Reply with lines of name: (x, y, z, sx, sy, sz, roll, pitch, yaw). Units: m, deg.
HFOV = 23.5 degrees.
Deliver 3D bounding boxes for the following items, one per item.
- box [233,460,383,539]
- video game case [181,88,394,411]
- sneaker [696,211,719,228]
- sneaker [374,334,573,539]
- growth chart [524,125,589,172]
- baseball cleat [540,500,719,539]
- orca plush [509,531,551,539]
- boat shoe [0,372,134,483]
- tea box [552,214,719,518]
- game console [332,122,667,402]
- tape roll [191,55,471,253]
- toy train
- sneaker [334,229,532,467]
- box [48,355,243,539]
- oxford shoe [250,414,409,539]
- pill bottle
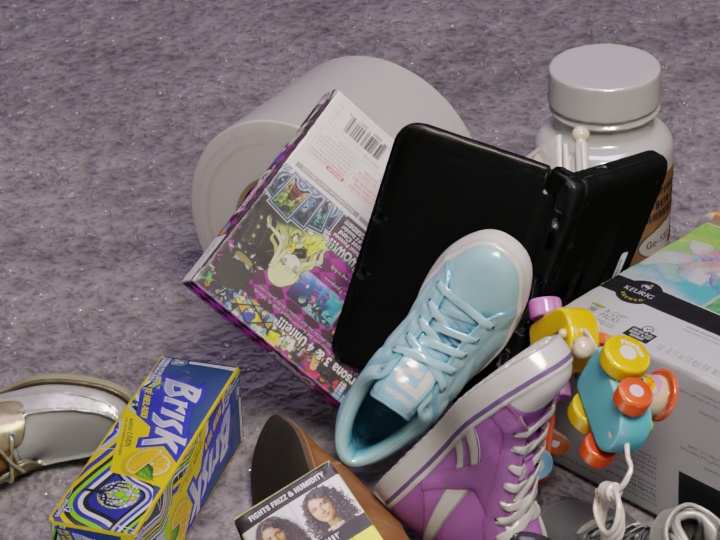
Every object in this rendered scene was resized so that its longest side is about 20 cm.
box: (0.005, 0.213, 1.020, 0.075, 0.050, 0.200, -30, 58, -9)
video game case: (0.000, 0.000, 1.269, 0.181, 0.200, 0.036, -55, 16, -16)
sneaker: (0.363, -0.004, 1.406, 0.077, 0.078, 0.200, -12, 31, -31)
sneaker: (0.099, 0.127, 1.100, 0.073, 0.201, 0.114, -31, 75, -40)
growth chart: (0.132, -0.031, 1.369, 0.018, 0.145, 0.200, 9, -15, -22)
baseball cleat: (0.184, 0.174, 1.089, 0.070, 0.107, 0.200, -29, 37, -29)
orca plush: (0.079, 0.225, 1.085, 0.200, 0.071, 0.105, -13, 75, 3)
boat shoe: (-0.261, 0.124, 1.266, 0.200, 0.075, 0.068, -6, 36, 11)
tea box: (0.271, 0.079, 1.213, 0.197, 0.134, 0.200, -27, 37, -35)
game console: (0.099, -0.009, 1.223, 0.116, 0.200, 0.176, 38, 36, 30)
tape roll: (-0.018, -0.057, 1.412, 0.202, 0.203, 0.139, 15, 34, 28)
toy train: (0.148, 0.098, 1.133, 0.056, 0.151, 0.200, 1, 9, -20)
sneaker: (0.048, 0.063, 1.165, 0.074, 0.200, 0.082, 32, 31, -1)
box: (-0.145, 0.143, 1.213, 0.064, 0.070, 0.200, 7, 32, 14)
oxford shoe: (-0.020, 0.165, 1.188, 0.071, 0.071, 0.200, 14, 18, -31)
pill bottle: (0.198, -0.076, 1.419, 0.114, 0.200, 0.114, -3, 31, 2)
